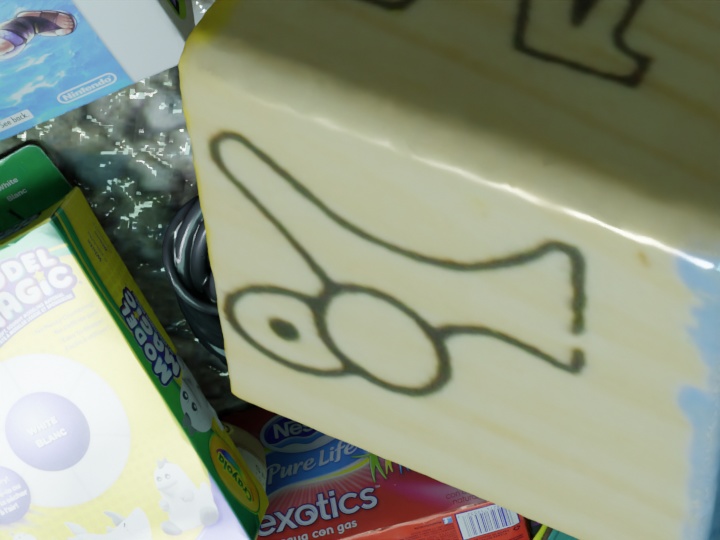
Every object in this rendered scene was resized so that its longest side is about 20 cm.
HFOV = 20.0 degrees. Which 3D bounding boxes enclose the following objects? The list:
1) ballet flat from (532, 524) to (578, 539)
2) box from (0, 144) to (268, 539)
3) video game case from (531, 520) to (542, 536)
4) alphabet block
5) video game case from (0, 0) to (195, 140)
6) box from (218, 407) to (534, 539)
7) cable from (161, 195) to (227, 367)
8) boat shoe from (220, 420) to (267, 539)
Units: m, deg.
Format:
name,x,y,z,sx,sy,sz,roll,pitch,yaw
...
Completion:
name,x,y,z,sx,sy,sz,roll,pitch,yaw
ballet flat,0.140,0.099,1.020,0.067,0.200,0.067,34,160,11
box,-0.139,0.054,0.905,0.117,0.048,0.201,-26,104,16
video game case,0.150,0.153,1.156,0.199,0.036,0.181,-30,135,20
alphabet block,0.073,-0.042,0.737,0.199,0.197,0.196,21,143,20
video game case,-0.189,-0.113,0.765,0.199,0.046,0.182,-22,137,12
box,-0.015,0.127,1.041,0.198,0.096,0.100,-16,139,4
cable,0.000,0.000,0.945,0.198,0.051,0.164,4,142,-22
boat shoe,-0.141,0.088,0.984,0.198,0.067,0.074,16,126,0
